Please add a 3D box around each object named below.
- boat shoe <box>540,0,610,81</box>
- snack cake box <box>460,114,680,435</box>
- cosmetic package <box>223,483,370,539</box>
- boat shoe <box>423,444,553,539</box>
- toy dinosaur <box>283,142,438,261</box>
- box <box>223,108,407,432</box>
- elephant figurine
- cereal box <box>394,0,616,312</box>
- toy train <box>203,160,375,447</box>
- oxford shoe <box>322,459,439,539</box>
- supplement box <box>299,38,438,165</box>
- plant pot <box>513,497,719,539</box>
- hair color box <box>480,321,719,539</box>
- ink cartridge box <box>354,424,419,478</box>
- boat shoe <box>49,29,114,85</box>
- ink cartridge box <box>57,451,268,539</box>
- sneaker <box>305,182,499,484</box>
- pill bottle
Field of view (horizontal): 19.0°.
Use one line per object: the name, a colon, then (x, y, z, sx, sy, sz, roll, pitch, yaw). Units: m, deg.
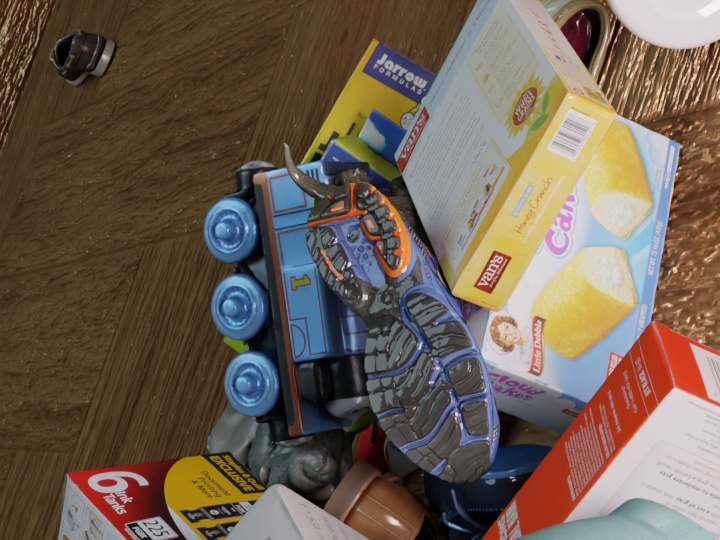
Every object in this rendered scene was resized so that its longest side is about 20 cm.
boat shoe: (0.119, -0.112, 1.545, 0.200, 0.074, 0.066, -67, 20, -10)
snack cake box: (0.125, -0.006, 1.371, 0.067, 0.115, 0.200, -29, 43, 58)
cosmetic package: (-0.005, 0.263, 1.235, 0.165, 0.200, 0.165, -51, 32, 7)
boat shoe: (0.090, 0.148, 1.378, 0.200, 0.084, 0.069, 134, 130, -85)
toy dinosaur: (0.030, -0.019, 1.400, 0.077, 0.200, 0.102, -33, 30, 9)
box: (0.000, 0.000, 1.539, 0.200, 0.122, 0.048, -61, -18, 19)
elephant figurine: (-0.050, 0.142, 1.607, 0.155, 0.141, 0.200, 54, 135, 29)
cereal box: (0.084, -0.083, 1.332, 0.144, 0.039, 0.200, -61, 21, 21)
toy train: (-0.038, 0.019, 1.475, 0.114, 0.087, 0.200, -10, 85, 32)
oxford shoe: (0.021, 0.179, 1.457, 0.071, 0.071, 0.200, -57, -11, -3)
supplement box: (0.009, -0.060, 1.644, 0.200, 0.109, 0.110, -61, -3, 0)
plant pot: (0.135, 0.200, 1.073, 0.134, 0.200, 0.200, -44, 15, -17)
hair color box: (0.152, 0.134, 1.170, 0.200, 0.111, 0.064, -55, 23, 27)
ink cartridge box: (0.036, 0.071, 1.607, 0.200, 0.047, 0.160, -37, 36, 51)
boat shoe: (-0.403, -0.305, 3.041, 0.200, 0.059, 0.072, 7, 76, 69)
ink cartridge box: (-0.079, 0.203, 1.412, 0.200, 0.175, 0.084, 36, 122, 47)
sneaker: (0.039, 0.037, 1.288, 0.075, 0.078, 0.200, -31, 62, 20)
pill bottle: (0.192, -0.233, 1.442, 0.112, 0.112, 0.200, -60, 22, 19)
